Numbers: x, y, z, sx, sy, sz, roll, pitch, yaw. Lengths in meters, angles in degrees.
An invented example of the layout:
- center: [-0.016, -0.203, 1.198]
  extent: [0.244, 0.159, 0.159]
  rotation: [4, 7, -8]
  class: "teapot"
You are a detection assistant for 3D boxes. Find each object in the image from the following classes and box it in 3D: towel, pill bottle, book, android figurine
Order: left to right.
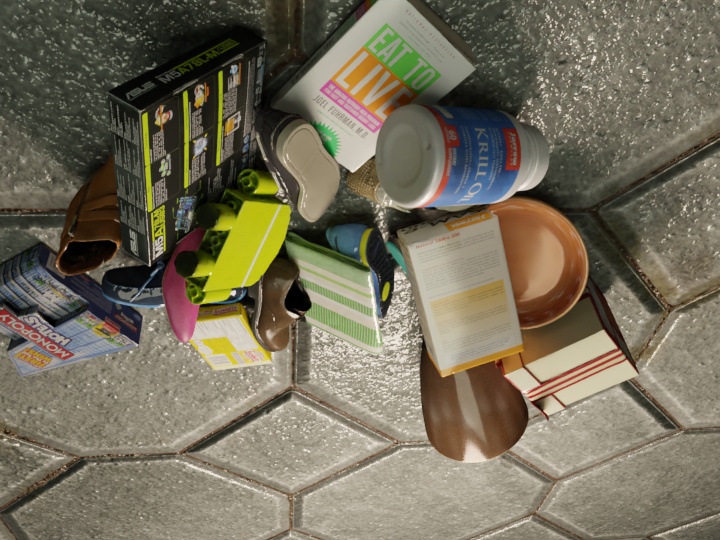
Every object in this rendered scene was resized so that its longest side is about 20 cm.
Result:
- center: [-0.151, -0.039, 0.816]
  extent: [0.041, 0.200, 0.183]
  rotation: [30, 104, 15]
  class: "android figurine"
- center: [-0.035, 0.039, 0.959]
  extent: [0.152, 0.023, 0.201]
  rotation: [23, 145, 27]
  class: "towel"
- center: [0.010, -0.214, 0.740]
  extent: [0.133, 0.048, 0.200]
  rotation: [30, 129, -32]
  class: "book"
- center: [0.125, -0.133, 0.761]
  extent: [0.199, 0.113, 0.113]
  rotation: [-8, 144, -35]
  class: "pill bottle"

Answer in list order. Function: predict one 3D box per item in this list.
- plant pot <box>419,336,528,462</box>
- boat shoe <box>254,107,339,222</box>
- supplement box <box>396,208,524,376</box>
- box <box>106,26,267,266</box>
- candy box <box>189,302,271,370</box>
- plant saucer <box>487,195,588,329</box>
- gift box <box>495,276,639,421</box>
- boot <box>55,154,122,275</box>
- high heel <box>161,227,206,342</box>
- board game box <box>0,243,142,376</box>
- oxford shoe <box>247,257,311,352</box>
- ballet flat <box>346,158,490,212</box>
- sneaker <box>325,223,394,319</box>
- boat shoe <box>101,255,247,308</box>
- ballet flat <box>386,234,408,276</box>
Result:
- center: [0.175, 0.186, 1.114]
  extent: [0.186, 0.187, 0.201]
  rotation: [-16, 122, 9]
  class: "plant pot"
- center: [-0.076, -0.127, 0.788]
  extent: [0.073, 0.063, 0.200]
  rotation: [-50, 160, -11]
  class: "boat shoe"
- center: [0.137, 0.027, 0.893]
  extent: [0.125, 0.074, 0.201]
  rotation: [-16, 109, -3]
  class: "supplement box"
- center: [-0.178, -0.132, 0.698]
  extent: [0.047, 0.193, 0.201]
  rotation: [31, 138, 15]
  class: "box"
- center: [-0.211, 0.109, 1.033]
  extent: [0.101, 0.027, 0.200]
  rotation: [-9, 151, 1]
  class: "candy box"
- center: [0.221, -0.012, 0.932]
  extent: [0.199, 0.037, 0.202]
  rotation: [8, 116, 16]
  class: "plant saucer"
- center: [0.298, 0.112, 1.021]
  extent: [0.186, 0.201, 0.184]
  rotation: [-29, 128, 24]
  class: "gift box"
- center: [-0.271, -0.092, 0.743]
  extent: [0.199, 0.156, 0.077]
  rotation: [-28, 129, 21]
  class: "boot"
- center: [-0.203, -0.007, 0.850]
  extent: [0.095, 0.202, 0.067]
  rotation: [-1, 179, 3]
  class: "high heel"
- center: [-0.470, 0.077, 0.968]
  extent: [0.199, 0.062, 0.200]
  rotation: [-25, 135, 17]
  class: "board game box"
- center: [-0.117, 0.063, 0.978]
  extent: [0.084, 0.073, 0.201]
  rotation: [18, 141, 12]
  class: "oxford shoe"
- center: [0.082, -0.107, 0.845]
  extent: [0.198, 0.066, 0.071]
  rotation: [-2, 136, -6]
  class: "ballet flat"
- center: [0.000, 0.000, 0.962]
  extent: [0.078, 0.066, 0.201]
  rotation: [9, 148, 21]
  class: "sneaker"
- center: [-0.259, 0.002, 0.920]
  extent: [0.199, 0.084, 0.069]
  rotation: [-5, 133, -28]
  class: "boat shoe"
- center: [0.101, 0.007, 0.978]
  extent: [0.072, 0.072, 0.201]
  rotation: [-20, 129, 13]
  class: "ballet flat"
